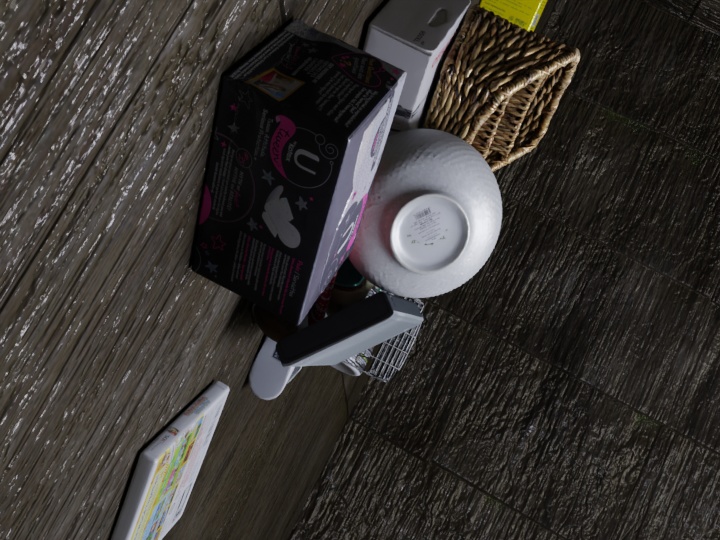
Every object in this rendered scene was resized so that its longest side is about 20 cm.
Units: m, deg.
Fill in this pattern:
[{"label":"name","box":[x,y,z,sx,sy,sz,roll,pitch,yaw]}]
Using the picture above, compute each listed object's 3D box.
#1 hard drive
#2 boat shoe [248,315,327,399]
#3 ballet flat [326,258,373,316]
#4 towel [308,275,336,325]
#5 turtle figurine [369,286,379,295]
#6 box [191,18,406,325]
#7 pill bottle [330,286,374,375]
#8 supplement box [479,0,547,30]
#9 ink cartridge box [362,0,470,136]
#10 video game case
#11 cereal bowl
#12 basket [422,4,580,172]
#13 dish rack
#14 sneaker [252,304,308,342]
[{"label":"hard drive","box":[-0.007,0.072,1.056,0.137,0.033,0.200,-26,170,10]},{"label":"boat shoe","box":[-0.085,0.083,1.221,0.203,0.071,0.068,-64,170,15]},{"label":"ballet flat","box":[0.000,0.000,1.166,0.201,0.068,0.070,-55,169,-55]},{"label":"towel","box":[-0.043,-0.042,1.055,0.202,0.022,0.147,107,-19,-49]},{"label":"turtle figurine","box":[0.021,0.014,1.464,0.197,0.102,0.150,-19,-163,32]},{"label":"box","box":[-0.052,-0.081,0.759,0.133,0.113,0.202,-54,168,-48]},{"label":"pill bottle","box":[-0.002,0.080,1.631,0.203,0.105,0.106,-62,172,-16]},{"label":"supplement box","box":[0.311,-0.554,1.694,0.203,0.107,0.109,-67,171,20]},{"label":"ink cartridge box","box":[0.049,-0.227,1.077,0.145,0.083,0.202,-58,171,-43]},{"label":"video game case","box":[-0.221,0.244,1.005,0.203,0.023,0.182,-67,172,22]},{"label":"cereal bowl","box":[0.072,-0.055,1.031,0.084,0.196,0.203,-106,-143,-65]},{"label":"basket","box":[0.161,-0.190,1.098,0.201,0.147,0.144,107,9,-62]},{"label":"dish rack","box":[0.000,0.073,1.345,0.054,0.198,0.156,25,-93,57]},{"label":"sneaker","box":[-0.077,0.015,1.048,0.085,0.072,0.201,-56,168,-32]}]
